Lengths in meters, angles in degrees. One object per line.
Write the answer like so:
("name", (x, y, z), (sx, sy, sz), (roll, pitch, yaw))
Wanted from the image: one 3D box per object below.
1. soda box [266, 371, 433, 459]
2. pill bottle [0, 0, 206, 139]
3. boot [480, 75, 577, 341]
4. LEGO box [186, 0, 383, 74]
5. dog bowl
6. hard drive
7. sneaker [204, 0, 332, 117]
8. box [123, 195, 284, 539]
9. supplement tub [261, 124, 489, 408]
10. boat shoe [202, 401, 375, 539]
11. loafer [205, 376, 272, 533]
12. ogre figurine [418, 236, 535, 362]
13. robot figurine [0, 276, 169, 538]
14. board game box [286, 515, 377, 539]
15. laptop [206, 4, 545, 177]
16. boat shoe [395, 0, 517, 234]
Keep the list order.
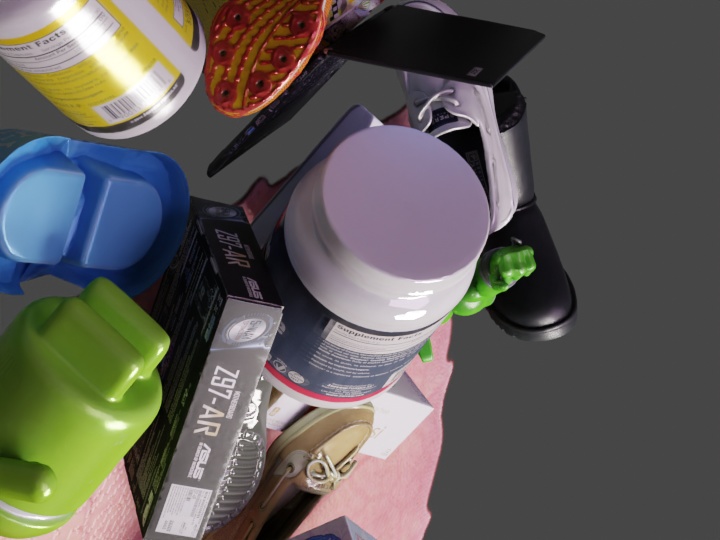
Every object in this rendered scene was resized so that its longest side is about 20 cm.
("soda box", (-0.025, 0.100, 1.621), (0.068, 0.064, 0.200), (-47, 147, 14))
("pill bottle", (-0.189, -0.176, 1.221), (0.112, 0.111, 0.200), (-57, 144, -10))
("boot", (0.122, -0.060, 1.640), (0.076, 0.201, 0.169), (-16, 133, -2))
("LEGO box", (-0.065, -0.246, 1.366), (0.149, 0.077, 0.201), (-45, 140, -25))
("dog bowl", (-0.204, -0.041, 1.337), (0.200, 0.049, 0.112), (5, 106, -54))
("hard drive", (-0.002, -0.046, 1.561), (0.132, 0.026, 0.200), (-49, 153, 2))
("sneaker", (-0.041, -0.190, 1.300), (0.201, 0.073, 0.077), (-62, 171, -4))
("box", (-0.120, 0.071, 1.395), (0.043, 0.160, 0.201), (12, 113, -21))
("supplement tub", (0.000, 0.000, 1.393), (0.140, 0.140, 0.200), (-37, 169, -33))
("boat shoe", (-0.054, 0.182, 1.583), (0.201, 0.063, 0.073), (-43, 147, 17))
("loafer", (-0.114, 0.114, 1.521), (0.075, 0.070, 0.201), (1, 113, -39))
("ogre figurine", (0.037, 0.024, 1.563), (0.200, 0.098, 0.120), (-35, 168, -3))
("robot figurine", (-0.214, 0.100, 1.322), (0.200, 0.116, 0.175), (-50, 179, 25))
("board game box", (-0.061, 0.281, 1.601), (0.199, 0.041, 0.200), (-24, 151, 11))
("laptop", (0.013, -0.122, 1.399), (0.200, 0.103, 0.177), (-44, 180, 25))
("boat shoe", (0.074, -0.124, 1.555), (0.201, 0.073, 0.065), (65, 19, -6))
